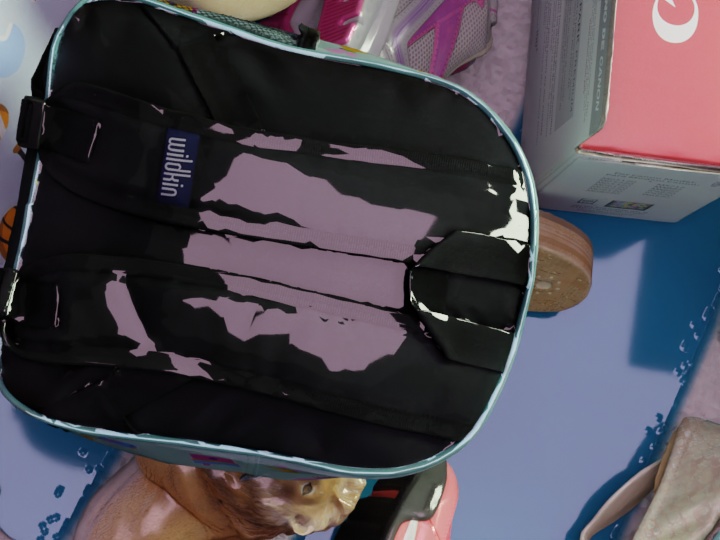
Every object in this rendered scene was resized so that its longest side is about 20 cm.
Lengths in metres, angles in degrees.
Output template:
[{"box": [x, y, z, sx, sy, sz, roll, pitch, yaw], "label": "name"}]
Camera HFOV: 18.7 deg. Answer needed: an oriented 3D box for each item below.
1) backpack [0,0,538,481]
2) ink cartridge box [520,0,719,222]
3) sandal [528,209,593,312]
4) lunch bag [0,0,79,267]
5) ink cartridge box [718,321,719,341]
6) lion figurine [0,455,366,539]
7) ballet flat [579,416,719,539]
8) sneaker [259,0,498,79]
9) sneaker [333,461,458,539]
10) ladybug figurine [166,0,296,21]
[{"box": [-0.030, -0.004, 0.862, 0.199, 0.153, 0.176, 10, 83, 7], "label": "backpack"}, {"box": [0.130, -0.134, 0.955, 0.084, 0.176, 0.201, 6, 83, -6], "label": "ink cartridge box"}, {"box": [0.001, -0.003, 0.964, 0.211, 0.078, 0.070, 14, 55, -10], "label": "sandal"}, {"box": [-0.168, -0.082, 0.931, 0.160, 0.075, 0.201, 27, 79, -49], "label": "lunch bag"}, {"box": [0.208, 0.029, 0.957, 0.075, 0.148, 0.201, 10, 82, -4], "label": "ink cartridge box"}, {"box": [-0.100, 0.115, 0.956, 0.200, 0.072, 0.122, -45, 98, 4], "label": "lion figurine"}, {"box": [0.114, 0.152, 0.983, 0.062, 0.067, 0.200, 32, 75, 26], "label": "ballet flat"}, {"box": [0.021, -0.135, 0.995, 0.088, 0.081, 0.200, 41, 63, -36], "label": "sneaker"}, {"box": [0.023, 0.180, 0.964, 0.087, 0.074, 0.201, 14, 88, -15], "label": "sneaker"}, {"box": [-0.059, -0.197, 0.944, 0.136, 0.072, 0.201, 30, 65, -36], "label": "ladybug figurine"}]
